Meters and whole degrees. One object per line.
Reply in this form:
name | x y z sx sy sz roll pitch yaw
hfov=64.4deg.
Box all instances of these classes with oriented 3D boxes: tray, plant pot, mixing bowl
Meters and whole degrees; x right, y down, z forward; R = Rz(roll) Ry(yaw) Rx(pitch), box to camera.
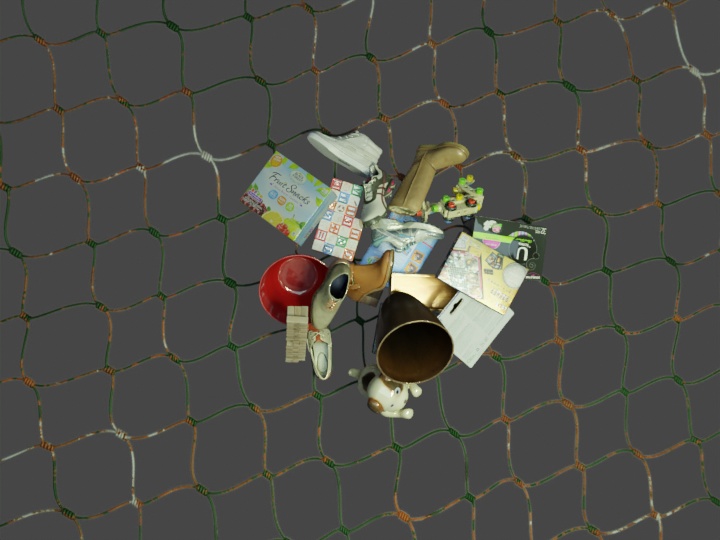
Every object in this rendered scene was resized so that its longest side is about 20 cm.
tray | 0.176 0.058 1.543 0.199 0.037 0.099 2 93 -11
plant pot | 0.114 0.145 1.422 0.186 0.200 0.188 -4 121 -7
mixing bowl | -0.164 0.032 1.501 0.199 0.108 0.201 -3 114 -6

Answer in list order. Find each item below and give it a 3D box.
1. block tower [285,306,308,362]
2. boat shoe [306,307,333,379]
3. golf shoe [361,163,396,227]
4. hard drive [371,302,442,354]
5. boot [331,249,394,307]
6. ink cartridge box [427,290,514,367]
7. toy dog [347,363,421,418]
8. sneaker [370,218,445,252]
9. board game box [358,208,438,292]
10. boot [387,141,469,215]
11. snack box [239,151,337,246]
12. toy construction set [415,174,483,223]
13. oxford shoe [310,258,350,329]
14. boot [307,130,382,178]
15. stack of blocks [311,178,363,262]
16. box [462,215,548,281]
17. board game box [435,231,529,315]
block tower | -0.165 0.164 1.472 0.054 0.200 0.058 3 53 -7
boat shoe | -0.112 0.194 1.539 0.071 0.063 0.201 -8 88 -2
golf shoe | 0.030 -0.193 1.500 0.077 0.201 0.088 -18 126 31
hard drive | 0.140 0.174 1.569 0.199 0.033 0.140 10 88 -3
boot | 0.000 0.000 1.507 0.155 0.200 0.077 23 46 2
ink cartridge box | 0.291 0.131 1.537 0.200 0.041 0.200 42 86 -28
toy dog | 0.066 0.300 1.478 0.194 0.200 0.140 36 87 -2
sneaker | 0.124 -0.089 1.522 0.199 0.078 0.087 6 93 7
board game box | 0.105 -0.051 1.569 0.151 0.037 0.201 32 86 -2
boot | 0.181 -0.237 1.512 0.066 0.175 0.201 38 70 -37
snack box | -0.190 -0.191 1.511 0.200 0.068 0.169 37 88 16
toy construction set | 0.244 -0.184 1.534 0.199 0.092 0.131 -23 46 -10
oxford shoe | -0.078 0.070 1.428 0.070 0.074 0.201 14 112 -15
boot | -0.040 -0.342 1.556 0.199 0.074 0.096 31 81 -11
stack of blocks | -0.049 -0.135 1.550 0.115 0.059 0.201 16 88 -3
box | 0.379 -0.056 1.542 0.199 0.124 0.149 8 88 -4
board game box | 0.309 0.008 1.459 0.199 0.035 0.136 29 90 -4
